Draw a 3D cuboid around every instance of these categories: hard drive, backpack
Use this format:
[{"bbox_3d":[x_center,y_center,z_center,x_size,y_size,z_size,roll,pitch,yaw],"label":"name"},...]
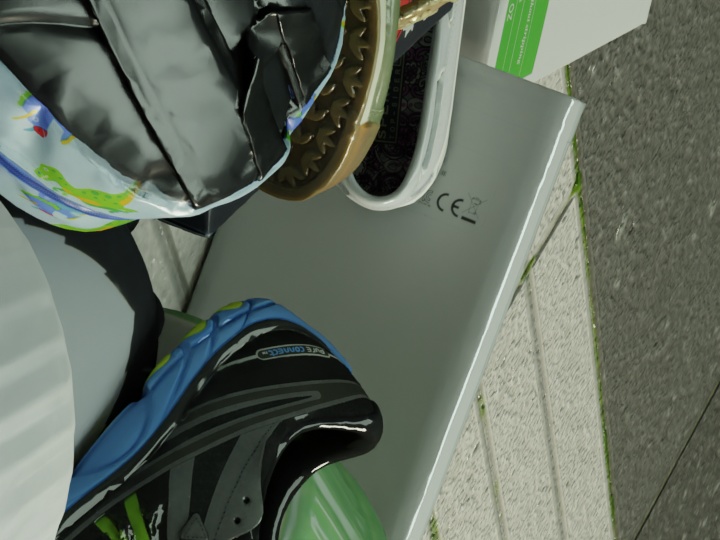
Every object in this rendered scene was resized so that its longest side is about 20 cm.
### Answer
[{"bbox_3d":[0.000,0.000,1.228,0.026,0.131,0.201,9,102,-69],"label":"hard drive"},{"bbox_3d":[-0.092,-0.105,0.839,0.154,0.200,0.164,-27,-154,54],"label":"backpack"}]

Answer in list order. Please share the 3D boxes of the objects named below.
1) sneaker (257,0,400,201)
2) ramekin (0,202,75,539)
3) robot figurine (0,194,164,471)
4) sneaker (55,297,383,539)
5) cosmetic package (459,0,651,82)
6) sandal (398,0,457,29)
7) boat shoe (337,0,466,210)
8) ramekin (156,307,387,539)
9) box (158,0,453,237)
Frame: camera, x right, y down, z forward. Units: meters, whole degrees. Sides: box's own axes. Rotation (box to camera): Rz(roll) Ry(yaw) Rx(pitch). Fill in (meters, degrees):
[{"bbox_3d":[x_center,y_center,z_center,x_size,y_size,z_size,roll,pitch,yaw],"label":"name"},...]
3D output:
[{"bbox_3d":[0.005,-0.124,0.914,0.090,0.067,0.201,-35,139,-44],"label":"sneaker"},{"bbox_3d":[-0.172,0.041,0.763,0.098,0.199,0.202,-27,136,-70],"label":"ramekin"},{"bbox_3d":[-0.141,0.029,0.915,0.125,0.150,0.200,-44,176,36],"label":"robot figurine"},{"bbox_3d":[-0.064,0.099,0.912,0.200,0.082,0.071,-51,166,-21],"label":"sneaker"},{"bbox_3d":[0.069,-0.153,1.318,0.200,0.084,0.108,-31,136,-57],"label":"cosmetic package"},{"bbox_3d":[0.040,-0.141,0.980,0.213,0.069,0.078,-68,159,-1],"label":"sandal"},{"bbox_3d":[0.010,-0.123,1.163,0.069,0.071,0.201,-81,179,-82],"label":"boat shoe"},{"bbox_3d":[-0.093,0.108,1.026,0.201,0.199,0.098,-58,150,-25],"label":"ramekin"},{"bbox_3d":[-0.044,-0.149,1.012,0.182,0.104,0.201,-45,149,-44],"label":"box"}]
